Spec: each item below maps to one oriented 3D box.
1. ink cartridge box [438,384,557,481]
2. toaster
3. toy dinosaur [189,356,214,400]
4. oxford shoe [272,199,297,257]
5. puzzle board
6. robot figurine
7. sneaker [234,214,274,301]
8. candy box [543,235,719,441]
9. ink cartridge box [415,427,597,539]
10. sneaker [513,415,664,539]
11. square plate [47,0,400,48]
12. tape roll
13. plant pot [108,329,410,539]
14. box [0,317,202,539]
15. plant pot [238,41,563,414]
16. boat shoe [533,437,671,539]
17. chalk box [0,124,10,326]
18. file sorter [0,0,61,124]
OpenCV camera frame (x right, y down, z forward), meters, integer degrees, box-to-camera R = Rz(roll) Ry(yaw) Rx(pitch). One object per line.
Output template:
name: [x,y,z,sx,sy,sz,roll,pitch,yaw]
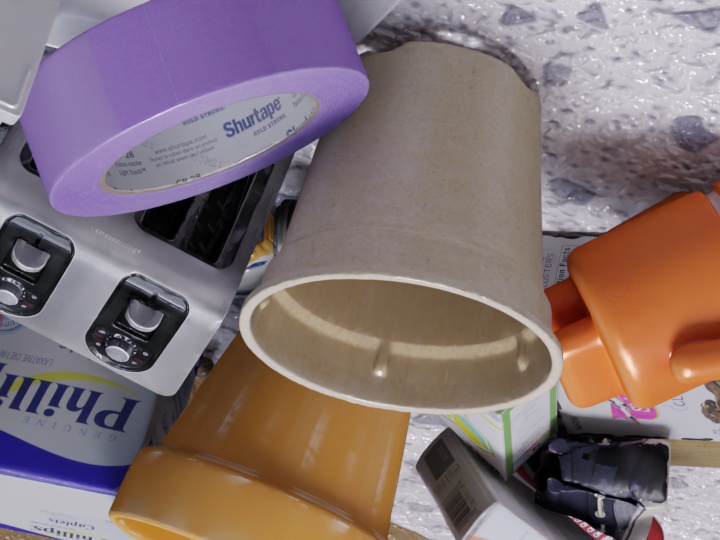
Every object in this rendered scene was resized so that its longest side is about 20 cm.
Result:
ink cartridge box: [0.087,0.085,1.769,0.104,0.059,0.200,44,168,19]
toaster: [-0.153,-0.046,1.616,0.181,0.200,0.119,29,145,-9]
toy dinosaur: [-0.125,0.125,2.018,0.106,0.060,0.200,26,140,5]
oxford shoe: [0.000,0.000,1.736,0.084,0.073,0.200,-5,156,25]
puzzle board: [0.275,0.129,1.843,0.200,0.017,0.151,1,165,19]
robot figurine: [0.211,0.015,1.562,0.200,0.117,0.144,-26,-177,2]
sneaker: [-0.145,0.004,1.784,0.200,0.075,0.088,-2,149,19]
candy box: [0.227,0.051,1.717,0.200,0.072,0.168,2,148,21]
ink cartridge box: [0.139,0.211,1.809,0.200,0.050,0.162,41,-175,-19]
sneaker: [0.177,0.176,1.940,0.200,0.071,0.112,28,156,-18]
square plate: [-0.085,-0.173,1.485,0.198,0.028,0.200,12,153,-24]
tape roll: [-0.098,-0.101,1.439,0.200,0.066,0.200,-20,169,-4]
plant pot: [-0.050,0.130,1.728,0.200,0.183,0.200,22,166,6]
box: [-0.229,0.090,1.844,0.184,0.200,0.105,10,149,6]
plant pot: [0.038,-0.033,1.536,0.200,0.184,0.200,8,154,4]
boat shoe: [0.173,0.159,1.827,0.093,0.075,0.200,6,163,1]
chalk box: [-0.308,0.000,1.726,0.125,0.200,0.124,16,150,-4]
file sorter: [-0.248,-0.173,1.417,0.139,0.200,0.125,23,150,-15]
